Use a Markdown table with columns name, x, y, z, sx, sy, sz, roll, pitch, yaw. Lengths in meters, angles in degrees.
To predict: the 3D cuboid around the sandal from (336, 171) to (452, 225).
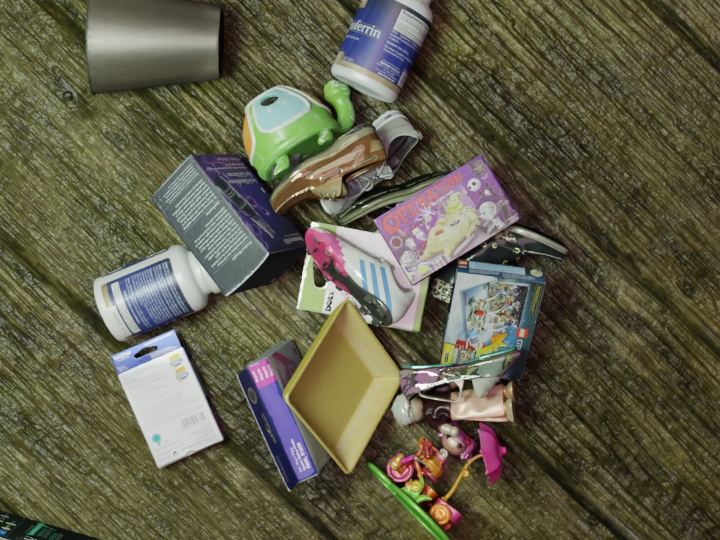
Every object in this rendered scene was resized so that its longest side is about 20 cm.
| name | x | y | z | sx | sy | sz | roll | pitch | yaw |
| --- | --- | --- | --- | --- | --- | --- | --- | --- | --- |
| sandal | 0.059 | -0.106 | 1.728 | 0.200 | 0.080 | 0.058 | -17 | 107 | 1 |

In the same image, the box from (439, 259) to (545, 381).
| name | x | y | z | sx | sy | sz | roll | pitch | yaw |
| --- | --- | --- | --- | --- | --- | --- | --- | --- | --- |
| box | 0.205 | 0.081 | 1.704 | 0.136 | 0.038 | 0.201 | 7 | 126 | -1 |

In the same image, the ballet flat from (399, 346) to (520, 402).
| name | x | y | z | sx | sy | sz | roll | pitch | yaw |
| --- | --- | --- | --- | --- | --- | --- | --- | --- | --- |
| ballet flat | 0.159 | 0.170 | 1.700 | 0.199 | 0.069 | 0.071 | -11 | 83 | 15 |

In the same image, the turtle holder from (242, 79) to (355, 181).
| name | x | y | z | sx | sy | sz | roll | pitch | yaw |
| --- | --- | --- | --- | --- | --- | --- | --- | --- | --- |
| turtle holder | -0.100 | -0.227 | 1.688 | 0.185 | 0.141 | 0.132 | -37 | 77 | 16 |

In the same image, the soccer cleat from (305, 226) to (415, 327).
| name | x | y | z | sx | sy | sz | roll | pitch | yaw |
| --- | --- | --- | --- | --- | --- | --- | --- | --- | --- |
| soccer cleat | 0.000 | 0.000 | 1.669 | 0.086 | 0.070 | 0.200 | -37 | 78 | -32 |

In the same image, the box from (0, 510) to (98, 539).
| name | x | y | z | sx | sy | sz | roll | pitch | yaw |
| --- | --- | --- | --- | --- | --- | --- | --- | --- | --- |
| box | -0.547 | 0.490 | 1.738 | 0.199 | 0.124 | 0.149 | 16 | 93 | -2 |

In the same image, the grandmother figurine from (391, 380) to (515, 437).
| name | x | y | z | sx | sy | sz | roll | pitch | yaw |
| --- | --- | --- | --- | --- | --- | --- | --- | --- | --- |
| grandmother figurine | 0.147 | 0.221 | 1.737 | 0.199 | 0.121 | 0.061 | -5 | 121 | 14 |

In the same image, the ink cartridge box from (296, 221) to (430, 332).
| name | x | y | z | sx | sy | sz | roll | pitch | yaw |
| --- | --- | --- | --- | --- | --- | --- | --- | --- | --- |
| ink cartridge box | 0.010 | 0.006 | 1.733 | 0.199 | 0.076 | 0.148 | 10 | 93 | 2 |

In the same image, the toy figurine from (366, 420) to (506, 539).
| name | x | y | z | sx | sy | sz | roll | pitch | yaw |
| --- | --- | --- | --- | --- | --- | --- | --- | --- | --- |
| toy figurine | 0.141 | 0.316 | 1.742 | 0.200 | 0.150 | 0.184 | 41 | 78 | 22 |

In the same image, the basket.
| name | x | y | z | sx | sy | sz | roll | pitch | yaw |
| --- | --- | --- | --- | --- | --- | --- | --- | --- | --- |
| basket | -0.317 | -0.362 | 1.689 | 0.199 | 0.136 | 0.181 | 1 | 95 | -4 |

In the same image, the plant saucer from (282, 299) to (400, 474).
| name | x | y | z | sx | sy | sz | roll | pitch | yaw |
| --- | --- | --- | --- | --- | --- | --- | --- | --- | --- |
| plant saucer | -0.036 | 0.180 | 1.686 | 0.200 | 0.048 | 0.200 | 55 | 53 | -34 |

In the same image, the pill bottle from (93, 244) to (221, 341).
| name | x | y | z | sx | sy | sz | roll | pitch | yaw |
| --- | --- | --- | --- | --- | --- | --- | --- | --- | --- |
| pill bottle | -0.311 | 0.027 | 1.717 | 0.199 | 0.111 | 0.111 | -22 | 93 | 2 |

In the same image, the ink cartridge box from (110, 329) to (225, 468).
| name | x | y | z | sx | sy | sz | roll | pitch | yaw |
| --- | --- | --- | --- | --- | --- | --- | --- | --- | --- |
| ink cartridge box | -0.314 | 0.207 | 1.762 | 0.119 | 0.042 | 0.201 | -23 | 95 | 2 |

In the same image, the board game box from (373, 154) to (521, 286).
| name | x | y | z | sx | sy | sz | roll | pitch | yaw |
| --- | --- | --- | --- | --- | --- | --- | --- | --- | --- |
| board game box | 0.134 | -0.078 | 1.680 | 0.200 | 0.032 | 0.120 | -32 | 82 | -2 |

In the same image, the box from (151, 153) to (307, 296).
| name | x | y | z | sx | sy | sz | roll | pitch | yaw |
| --- | --- | --- | --- | --- | --- | --- | --- | --- | --- |
| box | -0.199 | -0.074 | 1.666 | 0.104 | 0.148 | 0.200 | -43 | 81 | 21 |

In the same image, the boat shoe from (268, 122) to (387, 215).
| name | x | y | z | sx | sy | sz | roll | pitch | yaw |
| --- | --- | --- | --- | --- | --- | --- | --- | --- | --- |
| boat shoe | -0.047 | -0.143 | 1.652 | 0.200 | 0.076 | 0.074 | -36 | 82 | 9 |

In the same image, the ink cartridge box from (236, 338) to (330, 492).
| name | x | y | z | sx | sy | sz | roll | pitch | yaw |
| --- | --- | --- | --- | --- | --- | --- | --- | --- | --- |
| ink cartridge box | -0.107 | 0.219 | 1.682 | 0.043 | 0.200 | 0.197 | -23 | 94 | 14 |

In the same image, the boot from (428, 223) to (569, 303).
| name | x | y | z | sx | sy | sz | roll | pitch | yaw |
| --- | --- | --- | --- | --- | --- | --- | --- | --- | --- |
| boot | 0.218 | -0.005 | 1.736 | 0.203 | 0.073 | 0.154 | 17 | 98 | -1 |

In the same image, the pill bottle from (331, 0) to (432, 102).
| name | x | y | z | sx | sy | sz | roll | pitch | yaw |
| --- | --- | --- | --- | --- | --- | --- | --- | --- | --- |
| pill bottle | 0.044 | -0.376 | 1.691 | 0.115 | 0.116 | 0.201 | 25 | 92 | -1 |

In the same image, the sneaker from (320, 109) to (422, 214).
| name | x | y | z | sx | sy | sz | roll | pitch | yaw |
| --- | --- | --- | --- | --- | --- | --- | --- | --- | --- |
| sneaker | 0.014 | -0.166 | 1.702 | 0.200 | 0.082 | 0.075 | -50 | 135 | -1 |
